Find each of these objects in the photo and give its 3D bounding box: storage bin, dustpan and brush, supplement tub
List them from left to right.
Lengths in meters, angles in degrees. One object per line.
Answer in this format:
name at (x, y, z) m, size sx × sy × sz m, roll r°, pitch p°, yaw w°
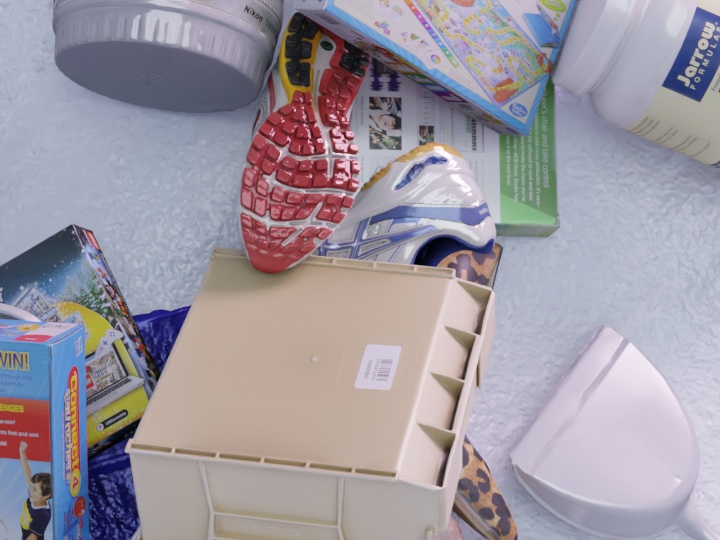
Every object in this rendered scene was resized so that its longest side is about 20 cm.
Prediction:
storage bin at (-0.026, 0.089, 1.190) m, size 0.196 × 0.094 × 0.201 m, roll 6°, pitch 39°, yaw 12°
dustpan and brush at (0.210, 0.152, 1.326) m, size 0.199 × 0.057 × 0.140 m, roll 37°, pitch 63°, yaw 8°
supplement tub at (0.249, -0.152, 1.336) m, size 0.198 × 0.145 × 0.146 m, roll 21°, pitch 76°, yaw -8°

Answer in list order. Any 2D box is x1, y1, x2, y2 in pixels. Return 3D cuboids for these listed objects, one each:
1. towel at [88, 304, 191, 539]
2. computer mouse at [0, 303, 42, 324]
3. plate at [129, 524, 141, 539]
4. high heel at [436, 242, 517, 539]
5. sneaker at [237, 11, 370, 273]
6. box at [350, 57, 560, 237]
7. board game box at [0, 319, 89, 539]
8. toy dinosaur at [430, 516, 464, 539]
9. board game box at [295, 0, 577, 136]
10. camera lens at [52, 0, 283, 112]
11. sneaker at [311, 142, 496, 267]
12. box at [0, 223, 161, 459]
towel at (-0.149, 0.132, 1.283) m, size 0.146 × 0.050 × 0.202 m, roll -18°, pitch 81°, yaw -10°
computer mouse at (-0.283, 0.049, 1.223) m, size 0.198 × 0.044 × 0.111 m, roll 8°, pitch 97°, yaw 14°
plate at (-0.101, 0.267, 1.243) m, size 0.199 × 0.032 × 0.200 m, roll 37°, pitch 83°, yaw -16°
high heel at (0.087, 0.080, 1.312) m, size 0.142 × 0.071 × 0.201 m, roll -34°, pitch 78°, yaw -11°
sneaker at (-0.039, -0.080, 1.274) m, size 0.077 × 0.082 × 0.201 m, roll 20°, pitch 56°, yaw -8°
box at (0.044, -0.100, 1.365) m, size 0.198 × 0.036 × 0.146 m, roll 2°, pitch 78°, yaw -5°
board game box at (-0.269, 0.129, 1.178) m, size 0.198 × 0.056 × 0.198 m, roll 4°, pitch 101°, yaw 15°
toy dinosaur at (0.029, 0.189, 1.272) m, size 0.199 × 0.136 × 0.086 m, roll 25°, pitch 79°, yaw 33°
board game box at (0.061, -0.194, 1.291) m, size 0.199 × 0.034 × 0.136 m, roll 28°, pitch 80°, yaw -36°
camera lens at (-0.126, -0.228, 1.307) m, size 0.158 × 0.160 × 0.202 m, roll 9°, pitch 77°, yaw -5°
sneaker at (0.000, 0.000, 1.287) m, size 0.199 × 0.075 × 0.089 m, roll -35°, pitch 72°, yaw 13°
box at (-0.238, 0.078, 1.252) m, size 0.199 × 0.038 × 0.138 m, roll -29°, pitch 77°, yaw 9°
